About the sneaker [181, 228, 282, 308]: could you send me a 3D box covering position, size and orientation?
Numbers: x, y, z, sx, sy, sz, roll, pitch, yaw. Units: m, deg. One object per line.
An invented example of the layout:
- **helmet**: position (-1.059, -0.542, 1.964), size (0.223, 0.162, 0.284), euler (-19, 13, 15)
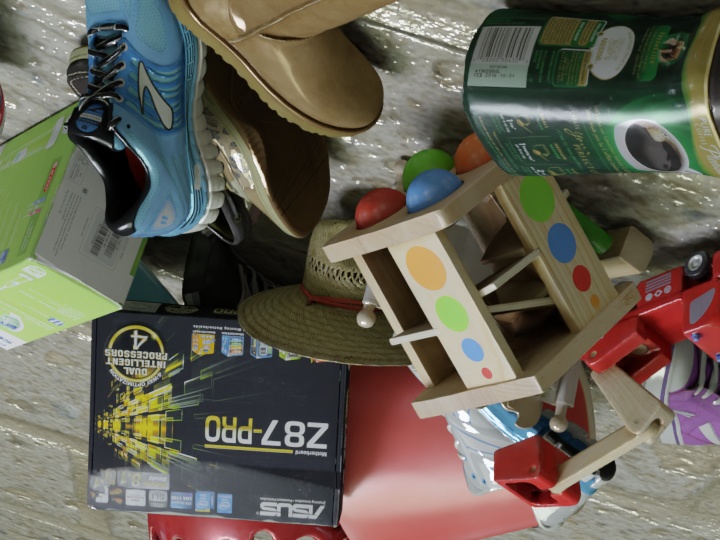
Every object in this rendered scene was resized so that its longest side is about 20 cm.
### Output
- **sneaker**: position (-0.073, 0.021, 1.683), size (0.115, 0.075, 0.200), euler (8, 164, 12)

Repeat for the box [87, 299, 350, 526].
- **box**: position (-0.109, 0.109, 1.587), size (0.199, 0.162, 0.049), euler (5, -168, 4)

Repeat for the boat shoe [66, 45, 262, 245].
- **boat shoe**: position (-0.138, -0.089, 1.485), size (0.073, 0.065, 0.200), euler (-7, 144, 47)

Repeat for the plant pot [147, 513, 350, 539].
- **plant pot**: position (-0.089, 0.181, 1.724), size (0.200, 0.200, 0.183), euler (1, 114, 34)

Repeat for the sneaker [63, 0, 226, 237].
- **sneaker**: position (-0.148, -0.114, 1.318), size (0.078, 0.090, 0.200), euler (-2, 104, 46)

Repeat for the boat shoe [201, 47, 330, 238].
- **boat shoe**: position (-0.081, -0.101, 1.424), size (0.063, 0.073, 0.200), euler (10, 144, 35)

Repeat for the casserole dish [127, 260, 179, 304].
- **casserole dish**: position (-0.175, 0.026, 1.695), size (0.200, 0.039, 0.121), euler (44, 173, 43)

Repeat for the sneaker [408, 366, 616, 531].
- **sneaker**: position (0.090, 0.121, 1.547), size (0.200, 0.087, 0.075), euler (41, -158, 18)

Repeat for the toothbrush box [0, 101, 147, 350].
- **toothbrush box**: position (-0.239, -0.034, 1.579), size (0.086, 0.146, 0.200), euler (31, 153, -27)

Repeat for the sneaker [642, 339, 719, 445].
- **sneaker**: position (0.279, 0.086, 1.566), size (0.114, 0.073, 0.200), euler (6, 164, 19)

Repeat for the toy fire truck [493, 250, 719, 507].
- **toy fire truck**: position (0.188, 0.078, 1.433), size (0.200, 0.141, 0.049), euler (-23, 135, 37)

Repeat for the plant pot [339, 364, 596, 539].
- **plant pot**: position (0.087, 0.134, 1.669), size (0.177, 0.201, 0.200), euler (-5, 148, 25)

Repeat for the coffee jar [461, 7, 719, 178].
- **coffee jar**: position (0.168, -0.105, 1.208), size (0.200, 0.085, 0.104), euler (4, 149, 31)

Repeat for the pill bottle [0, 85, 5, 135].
- **pill bottle**: position (-0.321, -0.152, 1.416), size (0.119, 0.120, 0.200), euler (15, 156, 9)

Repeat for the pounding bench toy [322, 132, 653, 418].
- **pounding bench toy**: position (0.100, -0.024, 1.401), size (0.124, 0.200, 0.156), euler (-17, 107, 49)

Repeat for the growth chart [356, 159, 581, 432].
- **growth chart**: position (0.087, 0.026, 1.480), size (0.200, 0.145, 0.018), euler (27, 162, -24)

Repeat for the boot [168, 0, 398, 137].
- **boot**: position (-0.007, -0.159, 1.244), size (0.175, 0.066, 0.200), euler (31, 152, -26)

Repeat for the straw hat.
- **straw hat**: position (0.000, 0.000, 1.536), size (0.201, 0.085, 0.201), euler (4, -165, -1)
